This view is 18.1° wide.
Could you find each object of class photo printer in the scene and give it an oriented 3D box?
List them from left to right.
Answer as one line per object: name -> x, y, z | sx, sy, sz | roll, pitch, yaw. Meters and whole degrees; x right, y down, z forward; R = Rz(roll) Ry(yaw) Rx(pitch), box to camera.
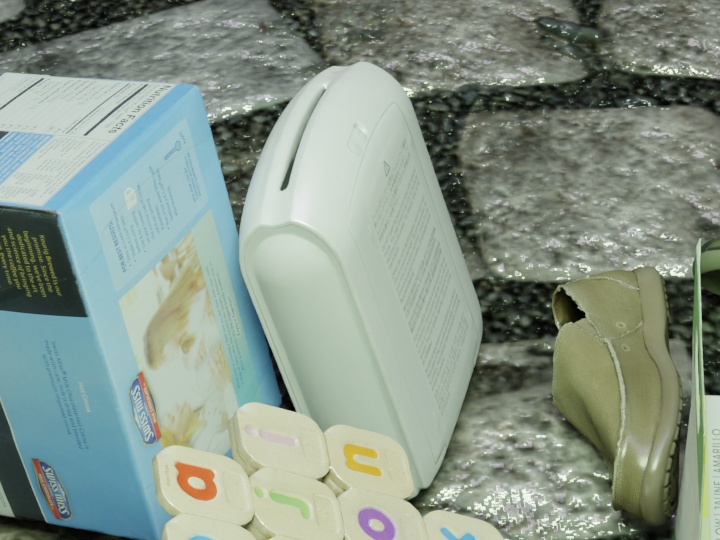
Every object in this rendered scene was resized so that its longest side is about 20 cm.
photo printer -> 0.000, 0.000, 1.217 | 0.069, 0.201, 0.167 | -6, 35, 22

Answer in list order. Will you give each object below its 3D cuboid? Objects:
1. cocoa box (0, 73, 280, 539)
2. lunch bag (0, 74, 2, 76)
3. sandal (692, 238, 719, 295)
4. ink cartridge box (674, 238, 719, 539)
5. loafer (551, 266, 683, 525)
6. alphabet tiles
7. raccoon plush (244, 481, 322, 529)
cocoa box -> -0.144, 0.017, 1.166 | 0.131, 0.201, 0.133 | 6, 35, 30
lunch bag -> -0.243, -0.035, 1.367 | 0.160, 0.076, 0.200 | -22, 44, -22
sandal -> 0.282, 0.036, 1.289 | 0.200, 0.080, 0.058 | 16, 68, 22
ink cartridge box -> 0.178, 0.107, 1.080 | 0.048, 0.201, 0.146 | 3, 38, 4
loafer -> 0.139, 0.069, 1.239 | 0.067, 0.076, 0.200 | -1, 30, 3
alphabet tiles -> -0.005, 0.149, 1.042 | 0.195, 0.015, 0.201 | 16, 41, -29
raccoon plush -> -0.003, 0.176, 1.118 | 0.200, 0.097, 0.134 | 40, 32, 2
